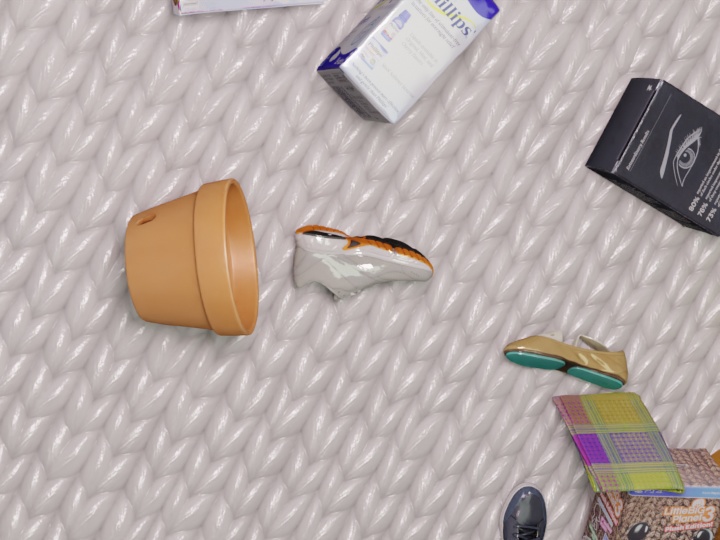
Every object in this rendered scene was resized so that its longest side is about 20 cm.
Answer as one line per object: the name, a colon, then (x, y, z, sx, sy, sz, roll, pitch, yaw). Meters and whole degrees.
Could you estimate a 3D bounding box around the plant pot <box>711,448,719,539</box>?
plant pot: (0.612, 0.375, 1.829, 0.198, 0.183, 0.203, -2, 100, -12)

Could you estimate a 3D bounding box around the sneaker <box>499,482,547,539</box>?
sneaker: (0.247, 0.421, 1.777, 0.076, 0.146, 0.205, 7, 97, -12)

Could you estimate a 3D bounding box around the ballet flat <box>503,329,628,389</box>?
ballet flat: (0.297, 0.120, 1.788, 0.198, 0.069, 0.064, 17, 68, -17)

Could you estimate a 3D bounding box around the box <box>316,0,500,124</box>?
box: (0.056, -0.296, 1.591, 0.105, 0.184, 0.200, 44, 88, -14)

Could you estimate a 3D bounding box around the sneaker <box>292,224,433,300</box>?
sneaker: (0.000, 0.000, 1.693, 0.198, 0.076, 0.093, 11, 105, -7)

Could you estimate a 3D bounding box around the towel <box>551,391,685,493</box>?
towel: (0.365, 0.242, 1.754, 0.142, 0.201, 0.023, 1, 126, -16)

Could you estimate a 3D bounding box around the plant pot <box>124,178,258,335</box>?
plant pot: (-0.217, -0.010, 1.584, 0.138, 0.200, 0.203, -6, 101, 5)

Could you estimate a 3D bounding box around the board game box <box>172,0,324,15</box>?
board game box: (-0.149, -0.435, 1.572, 0.197, 0.041, 0.203, -8, 106, -21)

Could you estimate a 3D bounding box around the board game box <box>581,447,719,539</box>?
board game box: (0.427, 0.367, 1.804, 0.157, 0.097, 0.202, 4, 116, -13)

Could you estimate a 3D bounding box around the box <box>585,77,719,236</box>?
box: (0.445, -0.161, 1.742, 0.199, 0.104, 0.149, 29, 93, -15)
